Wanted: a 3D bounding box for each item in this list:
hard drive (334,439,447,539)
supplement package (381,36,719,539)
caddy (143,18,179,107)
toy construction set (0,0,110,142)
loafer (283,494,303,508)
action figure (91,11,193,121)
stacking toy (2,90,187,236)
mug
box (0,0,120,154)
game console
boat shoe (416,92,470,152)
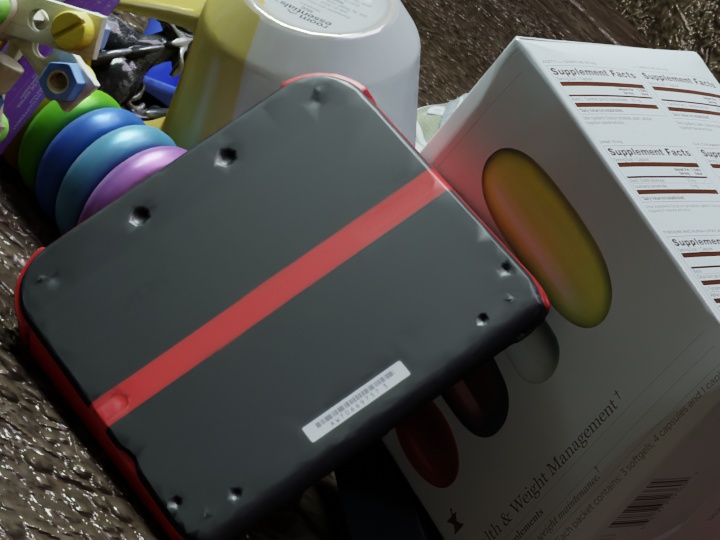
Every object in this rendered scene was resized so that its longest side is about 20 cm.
[{"bbox_3d":[0.053,0.118,1.416,0.135,0.042,0.200,20,36,-30],"label":"hard drive"},{"bbox_3d":[0.113,0.028,1.366,0.147,0.191,0.200,0,48,-48],"label":"supplement package"},{"bbox_3d":[-0.060,-0.111,1.821,0.141,0.105,0.200,23,3,33],"label":"caddy"},{"bbox_3d":[-0.218,-0.129,1.386,0.200,0.131,0.092,46,14,23],"label":"toy construction set"},{"bbox_3d":[-0.048,0.056,1.415,0.070,0.068,0.201,45,17,-15],"label":"loafer"},{"bbox_3d":[-0.125,-0.120,1.667,0.199,0.102,0.119,-14,84,-27],"label":"action figure"},{"bbox_3d":[-0.154,-0.066,1.501,0.200,0.085,0.085,41,12,31],"label":"stacking toy"},{"bbox_3d":[-0.051,-0.082,1.524,0.186,0.154,0.150,-1,39,-18],"label":"mug"},{"bbox_3d":[-0.215,-0.166,1.498,0.200,0.137,0.039,49,17,30],"label":"box"},{"bbox_3d":[-0.041,0.014,1.309,0.177,0.200,0.031,50,-11,27],"label":"game console"},{"bbox_3d":[0.065,-0.054,1.606,0.075,0.065,0.202,61,-3,-19],"label":"boat shoe"}]
